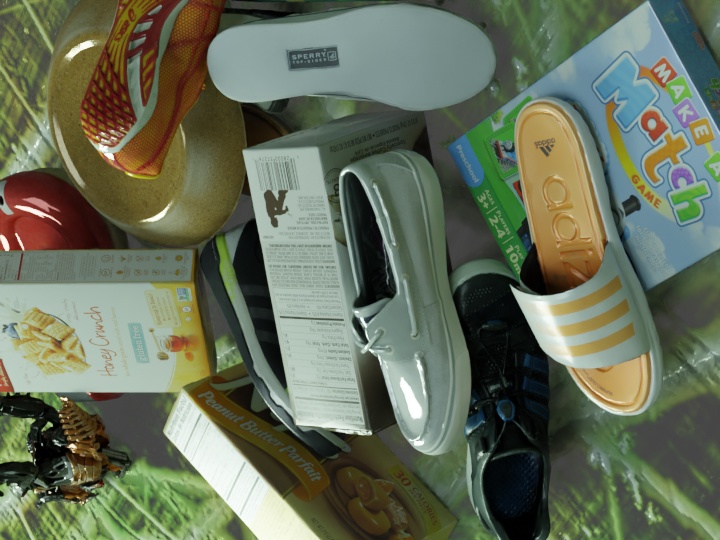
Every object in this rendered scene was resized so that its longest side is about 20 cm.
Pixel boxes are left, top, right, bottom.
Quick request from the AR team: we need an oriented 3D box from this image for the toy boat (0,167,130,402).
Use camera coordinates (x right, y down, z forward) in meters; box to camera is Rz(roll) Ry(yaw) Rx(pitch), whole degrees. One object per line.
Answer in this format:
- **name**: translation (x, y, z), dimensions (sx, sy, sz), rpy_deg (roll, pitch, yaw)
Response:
- **toy boat**: translation (-0.261, 0.020, 1.622), dimensions (0.130, 0.130, 0.202), rpy_deg (-6, 101, 45)

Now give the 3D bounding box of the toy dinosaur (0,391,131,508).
- **toy dinosaur**: translation (-0.257, 0.144, 1.668), dimensions (0.103, 0.135, 0.201), rpy_deg (-94, 15, -46)

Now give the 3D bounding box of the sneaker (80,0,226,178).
- **sneaker**: translation (-0.132, -0.159, 1.360), dimensions (0.073, 0.077, 0.201), rpy_deg (18, 74, 26)

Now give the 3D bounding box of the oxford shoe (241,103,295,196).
- **oxford shoe**: translation (-0.124, -0.092, 1.490), dimensions (0.199, 0.071, 0.072), rpy_deg (19, 117, 37)

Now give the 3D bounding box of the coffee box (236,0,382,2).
- **coffee box**: translation (-0.014, -0.245, 1.341), dimensions (0.199, 0.044, 0.124), rpy_deg (8, 110, 42)

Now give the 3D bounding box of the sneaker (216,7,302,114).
- **sneaker**: translation (-0.126, -0.152, 1.456), dimensions (0.199, 0.074, 0.080), rpy_deg (7, 97, 42)

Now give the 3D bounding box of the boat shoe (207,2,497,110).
- **boat shoe**: translation (-0.002, -0.145, 1.340), dimensions (0.198, 0.066, 0.073), rpy_deg (-4, 105, 16)

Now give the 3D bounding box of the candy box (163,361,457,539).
- **candy box**: translation (-0.038, 0.152, 1.466), dimensions (0.200, 0.115, 0.056), rpy_deg (44, 130, 23)

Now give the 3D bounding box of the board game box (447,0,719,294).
- **board game box**: translation (0.158, -0.060, 1.250), dimensions (0.200, 0.036, 0.152), rpy_deg (-35, 81, 45)

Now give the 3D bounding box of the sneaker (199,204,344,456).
- **sneaker**: translation (-0.049, 0.037, 1.446), dimensions (0.082, 0.072, 0.201), rpy_deg (-31, 67, 7)

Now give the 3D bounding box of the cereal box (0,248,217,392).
- **cereal box**: translation (-0.216, 0.041, 1.525), dimensions (0.198, 0.040, 0.144), rpy_deg (-1, 142, 3)

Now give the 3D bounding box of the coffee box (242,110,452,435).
- **coffee box**: translation (0.000, 0.000, 1.373), dimensions (0.079, 0.113, 0.202), rpy_deg (1, 107, 44)

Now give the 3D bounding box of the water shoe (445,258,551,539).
- **water shoe**: translation (0.101, 0.091, 1.324), dimensions (0.079, 0.071, 0.202), rpy_deg (-118, 16, -67)

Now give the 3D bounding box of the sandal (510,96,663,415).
- **sandal**: translation (0.124, -0.002, 1.237), dimensions (0.079, 0.059, 0.208), rpy_deg (-12, 98, 46)

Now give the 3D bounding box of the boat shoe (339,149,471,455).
- **boat shoe**: translation (0.023, 0.024, 1.294), dimensions (0.072, 0.068, 0.202), rpy_deg (6, 102, 53)

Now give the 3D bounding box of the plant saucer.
- **plant saucer**: translation (-0.168, -0.107, 1.449), dimensions (0.199, 0.035, 0.202), rpy_deg (18, 120, 35)
